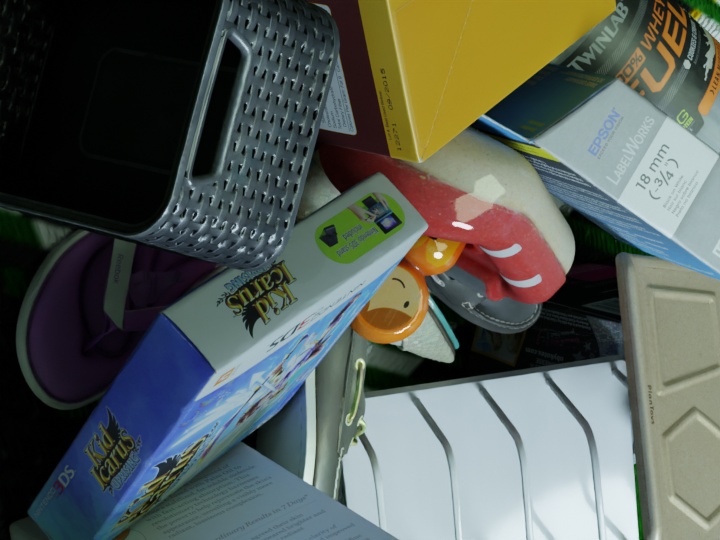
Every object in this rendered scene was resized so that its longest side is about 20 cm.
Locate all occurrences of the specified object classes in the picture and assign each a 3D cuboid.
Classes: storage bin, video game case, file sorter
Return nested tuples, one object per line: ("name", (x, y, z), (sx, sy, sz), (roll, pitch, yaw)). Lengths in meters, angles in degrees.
("storage bin", (-0.123, -0.087, 1.058), (0.094, 0.199, 0.136), (16, 88, -52))
("video game case", (-0.072, 0.053, 1.145), (0.181, 0.045, 0.200), (-34, 167, -44))
("file sorter", (0.096, 0.151, 1.389), (0.199, 0.125, 0.139), (-8, 104, -9))

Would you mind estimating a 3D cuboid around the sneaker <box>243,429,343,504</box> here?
("sneaker", (-0.036, 0.158, 1.366), (0.104, 0.060, 0.201), (57, 30, -75))

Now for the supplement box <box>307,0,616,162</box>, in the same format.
("supplement box", (0.002, -0.177, 1.193), (0.197, 0.199, 0.133), (-39, 130, -38))

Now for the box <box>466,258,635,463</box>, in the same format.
("box", (0.186, 0.067, 1.564), (0.200, 0.132, 0.115), (-11, 110, -51))

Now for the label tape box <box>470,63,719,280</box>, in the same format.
("label tape box", (0.128, -0.079, 1.260), (0.200, 0.144, 0.063), (32, 88, -25))

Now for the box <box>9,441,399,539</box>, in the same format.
("box", (-0.076, 0.194, 1.186), (0.152, 0.200, 0.107), (-22, 119, -31))

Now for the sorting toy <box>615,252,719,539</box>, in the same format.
("sorting toy", (0.226, 0.088, 1.350), (0.200, 0.036, 0.186), (7, 74, -45))

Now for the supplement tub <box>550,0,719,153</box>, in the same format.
("supplement tub", (0.156, -0.138, 1.390), (0.200, 0.122, 0.123), (36, 71, -29))

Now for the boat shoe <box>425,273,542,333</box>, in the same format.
("boat shoe", (0.059, -0.026, 1.384), (0.067, 0.057, 0.200), (-42, 115, -4))

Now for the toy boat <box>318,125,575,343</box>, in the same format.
("toy boat", (0.036, -0.017, 1.245), (0.131, 0.130, 0.200), (-57, 154, -7))

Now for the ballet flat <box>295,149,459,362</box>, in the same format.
("ballet flat", (0.000, 0.000, 1.377), (0.062, 0.067, 0.200), (-35, 129, -5))

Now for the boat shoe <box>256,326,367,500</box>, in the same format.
("boat shoe", (-0.025, 0.077, 1.292), (0.060, 0.072, 0.203), (4, 85, -29))

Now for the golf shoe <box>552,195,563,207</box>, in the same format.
("golf shoe", (0.117, -0.071, 1.489), (0.199, 0.072, 0.092), (-2, 107, -43))

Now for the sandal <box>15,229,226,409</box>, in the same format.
("sandal", (-0.118, -0.004, 1.199), (0.083, 0.050, 0.203), (53, 53, -14))
